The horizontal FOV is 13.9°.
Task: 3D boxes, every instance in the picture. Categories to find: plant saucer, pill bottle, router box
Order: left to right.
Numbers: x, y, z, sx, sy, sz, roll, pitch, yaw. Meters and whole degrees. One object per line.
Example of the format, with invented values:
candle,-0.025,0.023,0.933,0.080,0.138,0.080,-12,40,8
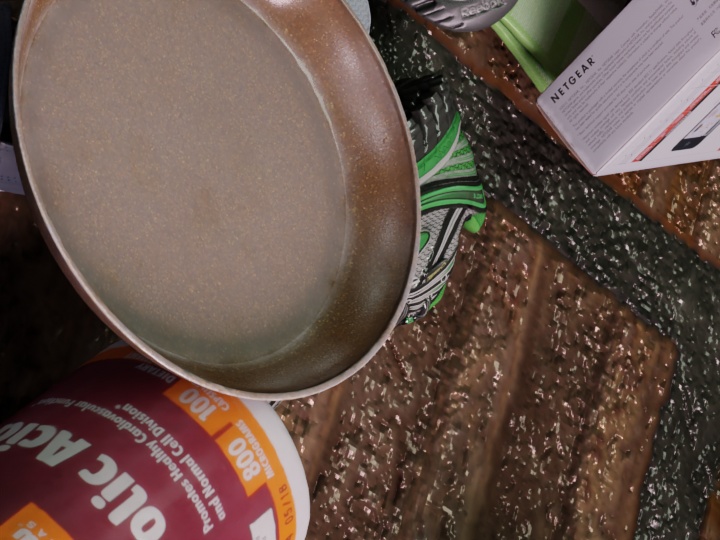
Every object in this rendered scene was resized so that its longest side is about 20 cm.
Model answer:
pill bottle,-0.119,0.116,1.089,0.200,0.114,0.114,-38,110,-43
plant saucer,-0.059,-0.044,1.120,0.200,0.032,0.201,20,60,-38
router box,0.201,-0.131,1.390,0.049,0.200,0.179,53,29,17

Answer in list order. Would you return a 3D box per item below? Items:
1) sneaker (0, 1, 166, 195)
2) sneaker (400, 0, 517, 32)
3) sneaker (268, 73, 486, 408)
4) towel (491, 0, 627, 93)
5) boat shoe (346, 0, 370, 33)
sneaker,-0.127,-0.065,1.141,0.200,0.079,0.079,14,74,-42
sneaker,-0.004,-0.184,1.297,0.076,0.091,0.200,-32,87,-5
sneaker,0.000,0.000,1.260,0.200,0.078,0.085,-49,118,-40
towel,0.090,-0.201,1.430,0.149,0.031,0.200,45,56,-29
boat shoe,-0.063,-0.169,1.226,0.074,0.067,0.200,-39,116,-49
